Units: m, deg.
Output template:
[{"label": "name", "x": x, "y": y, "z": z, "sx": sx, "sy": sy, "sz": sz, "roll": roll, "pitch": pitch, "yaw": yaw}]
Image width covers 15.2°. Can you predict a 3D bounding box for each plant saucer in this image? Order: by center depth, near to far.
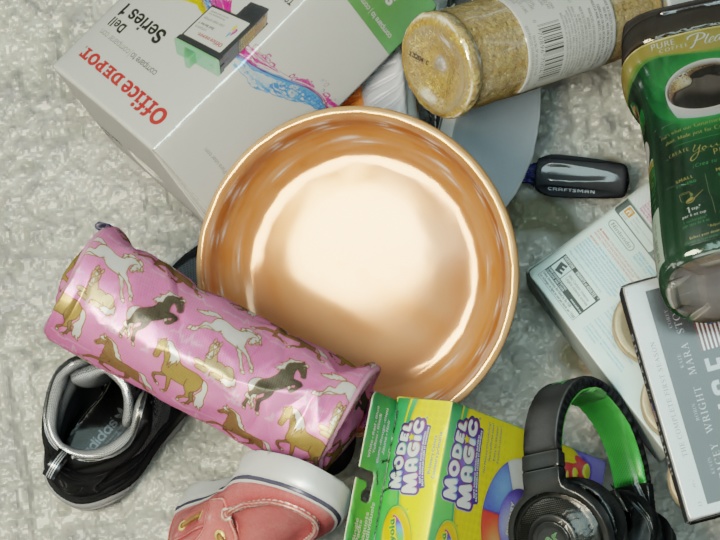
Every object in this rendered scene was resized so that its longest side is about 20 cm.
[{"label": "plant saucer", "x": 0.000, "y": 0.000, "z": 1.640, "sx": 0.199, "sy": 0.037, "sz": 0.201, "roll": 1, "pitch": 95, "yaw": 10}]

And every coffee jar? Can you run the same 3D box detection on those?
[{"label": "coffee jar", "x": 0.217, "y": -0.073, "z": 1.623, "sx": 0.104, "sy": 0.085, "sz": 0.201, "roll": -11, "pitch": 56, "yaw": 8}]

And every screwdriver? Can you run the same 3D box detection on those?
[{"label": "screwdriver", "x": 0.074, "y": -0.066, "z": 1.737, "sx": 0.199, "sy": 0.029, "sz": 0.028, "roll": 5, "pitch": 79, "yaw": 3}]

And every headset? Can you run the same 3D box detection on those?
[{"label": "headset", "x": 0.152, "y": 0.160, "z": 1.603, "sx": 0.094, "sy": 0.123, "sz": 0.201, "roll": -13, "pitch": 70, "yaw": 31}]

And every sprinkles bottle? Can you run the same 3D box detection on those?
[{"label": "sprinkles bottle", "x": 0.119, "y": -0.151, "z": 1.681, "sx": 0.199, "sy": 0.068, "sz": 0.068, "roll": -20, "pitch": 76, "yaw": -36}]

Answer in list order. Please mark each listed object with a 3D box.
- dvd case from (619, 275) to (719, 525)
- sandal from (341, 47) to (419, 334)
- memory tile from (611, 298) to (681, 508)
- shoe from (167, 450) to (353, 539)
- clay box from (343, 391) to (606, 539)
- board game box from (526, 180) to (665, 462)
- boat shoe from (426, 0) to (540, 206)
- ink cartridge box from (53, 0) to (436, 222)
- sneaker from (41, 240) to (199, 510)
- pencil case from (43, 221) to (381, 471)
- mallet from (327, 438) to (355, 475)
[{"label": "dvd case", "x": 0.272, "y": 0.055, "z": 1.628, "sx": 0.199, "sy": 0.025, "sz": 0.151, "roll": -15, "pitch": 79, "yaw": -1}, {"label": "sandal", "x": 0.006, "y": -0.051, "z": 1.713, "sx": 0.079, "sy": 0.059, "sz": 0.208, "roll": -11, "pitch": 74, "yaw": 22}, {"label": "memory tile", "x": 0.265, "y": 0.055, "z": 1.648, "sx": 0.199, "sy": 0.017, "sz": 0.154, "roll": -20, "pitch": 80, "yaw": -2}, {"label": "shoe", "x": -0.073, "y": 0.170, "z": 1.609, "sx": 0.071, "sy": 0.200, "sz": 0.091, "roll": 31, "pitch": 67, "yaw": -16}, {"label": "clay box", "x": 0.069, "y": 0.148, "z": 1.615, "sx": 0.047, "sy": 0.200, "sz": 0.115, "roll": 2, "pitch": 77, "yaw": 38}, {"label": "board game box", "x": 0.226, "y": 0.003, "z": 1.699, "sx": 0.200, "sy": 0.064, "sz": 0.148, "roll": -36, "pitch": 80, "yaw": -3}, {"label": "boat shoe", "x": 0.071, "y": -0.123, "z": 1.728, "sx": 0.070, "sy": 0.066, "sz": 0.201, "roll": 18, "pitch": 74, "yaw": -35}, {"label": "ink cartridge box", "x": -0.075, "y": -0.146, "z": 1.699, "sx": 0.200, "sy": 0.084, "sz": 0.145, "roll": -45, "pitch": 42, "yaw": -6}, {"label": "sneaker", "x": -0.132, "y": 0.059, "z": 1.679, "sx": 0.075, "sy": 0.114, "sz": 0.200, "roll": 33, "pitch": 83, "yaw": 8}, {"label": "pencil case", "x": -0.087, "y": 0.050, "z": 1.596, "sx": 0.199, "sy": 0.083, "sz": 0.087, "roll": 28, "pitch": 59, "yaw": 7}, {"label": "mallet", "x": 0.009, "y": 0.041, "z": 1.720, "sx": 0.041, "sy": 0.066, "sz": 0.201, "roll": 23, "pitch": 66, "yaw": 8}]
